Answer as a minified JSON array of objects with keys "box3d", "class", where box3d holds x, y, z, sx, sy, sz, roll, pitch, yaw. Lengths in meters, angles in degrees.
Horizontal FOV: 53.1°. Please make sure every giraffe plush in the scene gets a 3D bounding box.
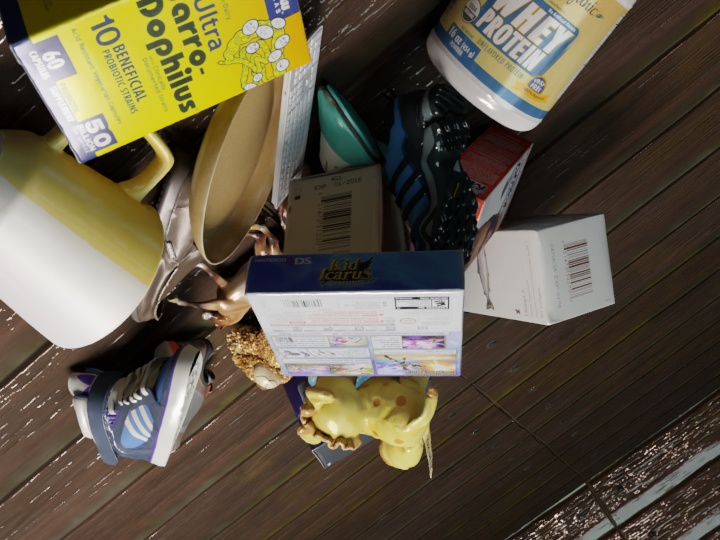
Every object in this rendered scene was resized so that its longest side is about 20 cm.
[{"box3d":[0.003,0.170,0.893,0.157,0.201,0.177,5,112,-4],"class":"giraffe plush"}]

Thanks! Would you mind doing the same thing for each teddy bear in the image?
[{"box3d":[-0.098,0.092,0.938,0.199,0.068,0.143,-39,145,26],"class":"teddy bear"}]

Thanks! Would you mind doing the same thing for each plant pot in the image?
[{"box3d":[-0.107,-0.105,0.656,0.200,0.027,0.205,23,89,-85],"class":"plant pot"}]

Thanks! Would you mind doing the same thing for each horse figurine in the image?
[{"box3d":[-0.131,-0.001,0.838,0.199,0.050,0.132,-41,144,12],"class":"horse figurine"}]

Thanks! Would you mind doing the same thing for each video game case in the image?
[{"box3d":[0.003,0.048,0.706,0.194,0.047,0.183,-1,148,6],"class":"video game case"}]

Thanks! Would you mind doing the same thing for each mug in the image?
[{"box3d":[-0.267,-0.053,0.619,0.146,0.191,0.153,-1,150,32],"class":"mug"}]

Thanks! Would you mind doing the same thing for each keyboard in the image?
[{"box3d":[-0.063,-0.143,0.708,0.057,0.011,0.202,-51,167,-35],"class":"keyboard"}]

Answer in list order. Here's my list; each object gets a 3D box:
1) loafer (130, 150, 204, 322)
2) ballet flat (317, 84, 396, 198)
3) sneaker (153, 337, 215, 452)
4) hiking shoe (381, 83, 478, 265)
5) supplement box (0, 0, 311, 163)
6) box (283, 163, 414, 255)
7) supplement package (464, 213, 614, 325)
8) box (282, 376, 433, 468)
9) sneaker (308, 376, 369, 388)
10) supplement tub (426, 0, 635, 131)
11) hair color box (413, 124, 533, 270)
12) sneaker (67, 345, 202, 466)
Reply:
[{"box3d":[-0.186,-0.020,0.733,0.069,0.074,0.202,17,126,-17],"class":"loafer"},{"box3d":[-0.003,-0.121,0.780,0.070,0.068,0.199,-35,146,16],"class":"ballet flat"},{"box3d":[-0.227,0.167,0.949,0.080,0.078,0.203,-15,143,-33],"class":"sneaker"},{"box3d":[0.065,-0.079,0.720,0.073,0.085,0.206,-10,101,-45],"class":"hiking shoe"},{"box3d":[-0.151,-0.190,0.538,0.196,0.111,0.110,-26,146,-9],"class":"supplement box"},{"box3d":[0.000,0.000,0.800,0.106,0.131,0.201,-8,149,15],"class":"box"},{"box3d":[0.220,-0.007,0.959,0.115,0.199,0.120,-14,97,-24],"class":"supplement package"},{"box3d":[-0.004,0.173,1.072,0.197,0.143,0.079,-30,147,-4],"class":"box"},{"box3d":[0.008,0.104,1.015,0.200,0.080,0.077,-47,147,-14],"class":"sneaker"},{"box3d":[0.170,-0.254,0.683,0.142,0.146,0.201,8,129,-43],"class":"supplement tub"},{"box3d":[0.133,-0.082,0.840,0.200,0.063,0.113,-43,154,-51],"class":"hair color box"},{"box3d":[-0.271,0.142,0.834,0.143,0.082,0.202,22,130,-5],"class":"sneaker"}]
